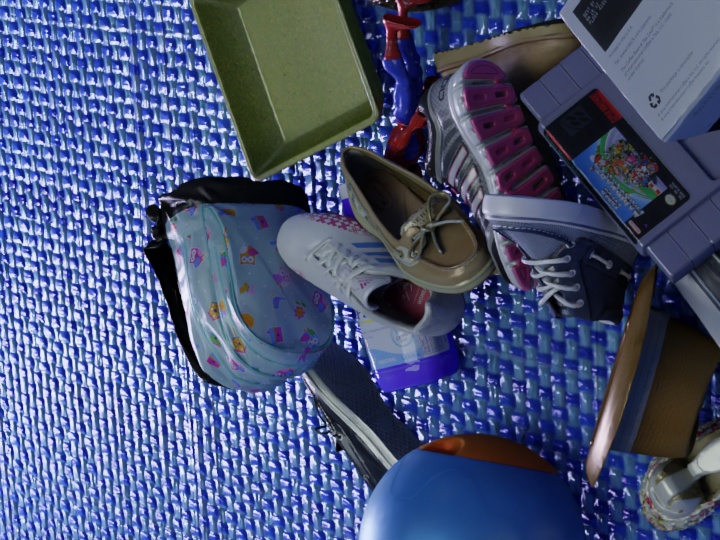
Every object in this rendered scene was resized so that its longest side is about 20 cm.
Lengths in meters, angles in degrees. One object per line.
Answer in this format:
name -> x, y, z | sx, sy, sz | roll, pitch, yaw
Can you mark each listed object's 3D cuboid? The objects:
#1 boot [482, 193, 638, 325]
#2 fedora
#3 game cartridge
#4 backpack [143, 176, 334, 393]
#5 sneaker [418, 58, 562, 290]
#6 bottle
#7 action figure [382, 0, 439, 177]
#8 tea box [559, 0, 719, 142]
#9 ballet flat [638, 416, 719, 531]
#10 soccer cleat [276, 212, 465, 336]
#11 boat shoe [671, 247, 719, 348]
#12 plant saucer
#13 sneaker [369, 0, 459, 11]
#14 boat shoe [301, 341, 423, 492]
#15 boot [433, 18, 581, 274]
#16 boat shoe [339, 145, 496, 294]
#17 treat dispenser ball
boot -> 0.162, -0.007, 1.563 | 0.073, 0.200, 0.091 | 8, 88, 40
fedora -> 0.240, 0.093, 1.563 | 0.082, 0.201, 0.201 | 17, 119, 7
game cartridge -> 0.231, -0.102, 1.540 | 0.200, 0.130, 0.038 | 52, 178, 21
backpack -> -0.106, 0.014, 1.851 | 0.127, 0.167, 0.200 | -37, 58, 55
sneaker -> 0.104, -0.079, 1.623 | 0.087, 0.074, 0.200 | 0, 116, 55
bottle -> 0.029, 0.010, 1.817 | 0.083, 0.065, 0.200 | -16, 90, 41
action figure -> 0.045, -0.151, 1.743 | 0.052, 0.065, 0.200 | 9, 134, 7
tea box -> 0.286, -0.215, 1.379 | 0.134, 0.197, 0.200 | 54, 135, 21
ballet flat -> 0.280, 0.160, 1.601 | 0.076, 0.064, 0.200 | 57, 136, 16
soccer cleat -> 0.000, 0.000, 1.743 | 0.200, 0.086, 0.070 | 24, 105, 23
boat shoe -> 0.280, -0.007, 1.552 | 0.068, 0.072, 0.200 | -38, 55, 11
plant saucer -> -0.060, -0.208, 1.857 | 0.200, 0.048, 0.200 | -23, 85, 48
sneaker -> 0.080, -0.286, 1.687 | 0.200, 0.070, 0.076 | -21, 60, 50
boat shoe -> -0.007, 0.146, 1.894 | 0.200, 0.075, 0.062 | 50, 127, 17
boot -> 0.152, -0.106, 1.660 | 0.175, 0.066, 0.200 | -10, 97, 51
boat shoe -> 0.043, -0.045, 1.695 | 0.200, 0.073, 0.063 | 36, 163, 46
treat dispenser ball -> 0.099, 0.243, 1.717 | 0.201, 0.201, 0.201 | 17, 114, 43
